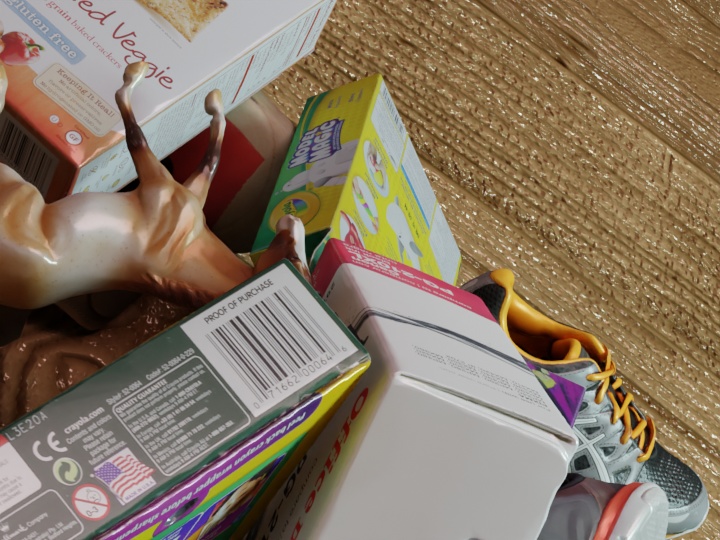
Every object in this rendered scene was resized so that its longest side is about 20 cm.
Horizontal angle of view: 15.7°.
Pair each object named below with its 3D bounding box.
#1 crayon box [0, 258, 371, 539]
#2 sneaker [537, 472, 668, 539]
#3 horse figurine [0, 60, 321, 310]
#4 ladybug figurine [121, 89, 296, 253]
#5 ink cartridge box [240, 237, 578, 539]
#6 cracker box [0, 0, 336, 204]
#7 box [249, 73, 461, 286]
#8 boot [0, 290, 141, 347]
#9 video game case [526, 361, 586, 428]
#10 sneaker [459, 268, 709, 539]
[{"bbox_3d":[-0.108,0.101,0.977,0.058,0.173,0.200,49,48,11],"label":"crayon box"},{"bbox_3d":[0.081,0.160,1.308,0.082,0.078,0.200,18,27,26],"label":"sneaker"},{"bbox_3d":[-0.123,-0.029,1.120,0.199,0.050,0.133,-1,57,-15],"label":"horse figurine"},{"bbox_3d":[-0.105,-0.079,1.356,0.200,0.072,0.136,40,-15,0],"label":"ladybug figurine"},{"bbox_3d":[0.005,0.088,1.083,0.084,0.145,0.200,22,11,-13],"label":"ink cartridge box"},{"bbox_3d":[-0.121,-0.122,1.249,0.134,0.058,0.200,42,49,11],"label":"cracker box"},{"bbox_3d":[0.000,0.000,1.269,0.200,0.048,0.118,-76,145,-62],"label":"box"},{"bbox_3d":[-0.178,-0.040,1.261,0.155,0.077,0.200,46,36,17],"label":"boot"},{"bbox_3d":[0.008,0.081,1.289,0.180,0.036,0.200,23,29,5],"label":"video game case"},{"bbox_3d":[0.117,0.076,1.435,0.200,0.077,0.078,35,28,-14],"label":"sneaker"}]
